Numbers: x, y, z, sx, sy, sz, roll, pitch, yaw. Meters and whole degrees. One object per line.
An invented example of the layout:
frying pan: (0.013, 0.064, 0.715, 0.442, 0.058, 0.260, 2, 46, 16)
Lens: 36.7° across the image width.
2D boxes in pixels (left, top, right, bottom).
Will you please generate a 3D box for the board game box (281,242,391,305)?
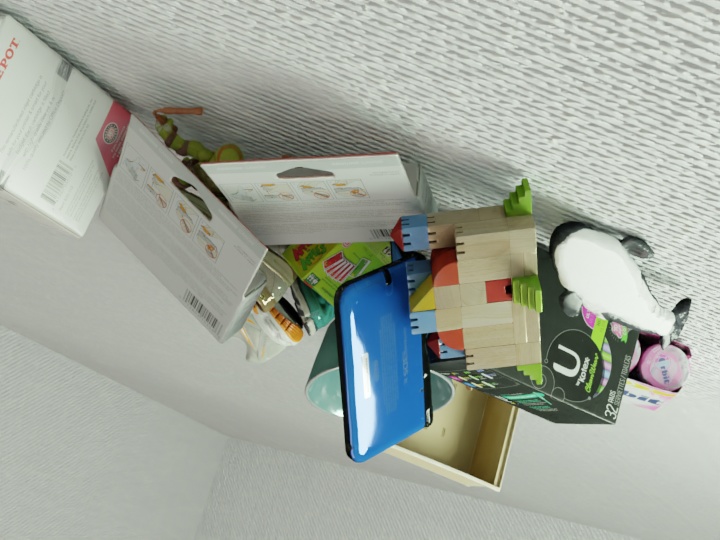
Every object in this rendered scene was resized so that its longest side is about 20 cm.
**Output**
board game box: (0.000, 0.000, 1.271, 0.048, 0.101, 0.200, 48, -177, 35)

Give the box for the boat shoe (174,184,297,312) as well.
boat shoe: (-0.164, -0.026, 1.208, 0.198, 0.067, 0.074, 35, 170, -12)

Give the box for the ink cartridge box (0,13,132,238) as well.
ink cartridge box: (-0.342, -0.148, 1.106, 0.082, 0.149, 0.200, 15, 165, 38)

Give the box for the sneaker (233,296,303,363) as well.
sneaker: (-0.165, 0.033, 1.347, 0.201, 0.092, 0.076, 51, -159, -2)

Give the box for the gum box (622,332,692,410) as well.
gum box: (0.304, 0.109, 1.352, 0.196, 0.067, 0.114, 18, 165, 5)

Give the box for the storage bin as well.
storage bin: (0.125, 0.193, 1.590, 0.197, 0.202, 0.093, 24, 161, -19)

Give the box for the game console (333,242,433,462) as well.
game console: (0.015, 0.071, 1.165, 0.169, 0.204, 0.117, -22, -152, -36)

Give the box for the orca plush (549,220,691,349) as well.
orca plush: (0.259, -0.001, 1.108, 0.197, 0.072, 0.106, 19, 120, -23)

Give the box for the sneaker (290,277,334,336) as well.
sneaker: (-0.039, 0.027, 1.384, 0.078, 0.079, 0.200, -19, -174, 14)

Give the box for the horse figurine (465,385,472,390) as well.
horse figurine: (0.122, 0.046, 1.297, 0.049, 0.134, 0.201, 11, 149, 42)

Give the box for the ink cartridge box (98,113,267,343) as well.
ink cartridge box: (-0.176, -0.047, 1.118, 0.200, 0.043, 0.174, 44, 138, 9)

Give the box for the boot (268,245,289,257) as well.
boot: (-0.078, -0.035, 1.309, 0.129, 0.069, 0.199, 3, 175, 33)

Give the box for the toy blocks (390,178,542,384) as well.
toy blocks: (0.102, 0.020, 1.048, 0.134, 0.101, 0.203, -6, 121, 4)

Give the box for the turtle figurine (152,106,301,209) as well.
turtle figurine: (-0.148, -0.102, 1.186, 0.197, 0.066, 0.161, 23, 163, -14)

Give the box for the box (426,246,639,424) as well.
box: (0.191, 0.069, 1.205, 0.197, 0.151, 0.124, 24, 164, -19)

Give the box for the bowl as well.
bowl: (0.025, 0.116, 1.433, 0.196, 0.107, 0.202, 0, 150, 0)

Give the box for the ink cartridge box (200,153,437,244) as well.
ink cartridge box: (-0.036, -0.082, 1.064, 0.196, 0.044, 0.174, -1, 154, 15)
